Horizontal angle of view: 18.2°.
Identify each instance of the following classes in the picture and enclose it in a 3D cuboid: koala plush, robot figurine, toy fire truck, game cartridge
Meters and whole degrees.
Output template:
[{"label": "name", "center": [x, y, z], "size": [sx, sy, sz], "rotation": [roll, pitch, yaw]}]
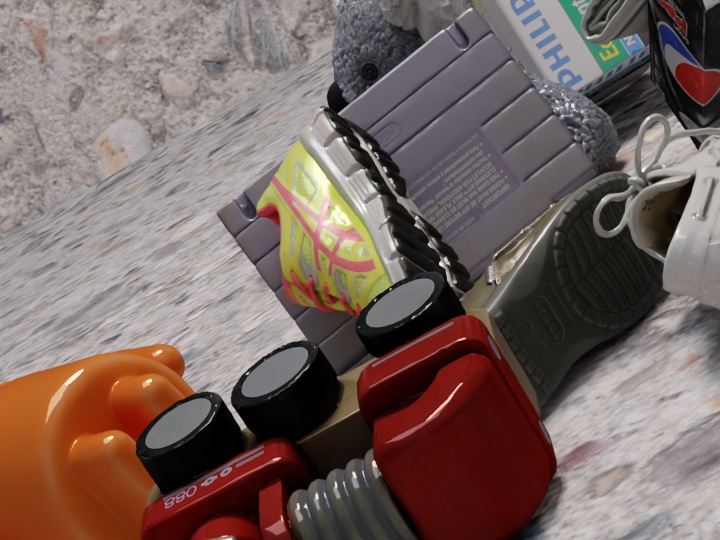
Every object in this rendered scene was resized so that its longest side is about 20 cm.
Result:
[{"label": "koala plush", "center": [0.051, -0.115, 1.453], "size": [0.183, 0.201, 0.177], "rotation": [-31, 10, -6]}, {"label": "robot figurine", "center": [-0.154, 0.109, 1.207], "size": [0.116, 0.145, 0.199], "rotation": [6, -13, -36]}, {"label": "toy fire truck", "center": [-0.014, 0.096, 0.918], "size": [0.175, 0.129, 0.200], "rotation": [-28, 22, 10]}, {"label": "game cartridge", "center": [0.028, -0.044, 1.340], "size": [0.199, 0.130, 0.038], "rotation": [-38, -6, 5]}]

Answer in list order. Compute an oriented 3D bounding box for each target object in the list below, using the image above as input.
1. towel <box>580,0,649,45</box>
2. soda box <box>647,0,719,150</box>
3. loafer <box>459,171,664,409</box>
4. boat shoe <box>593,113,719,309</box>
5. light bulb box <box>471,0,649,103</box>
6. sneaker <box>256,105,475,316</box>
[{"label": "towel", "center": [0.221, -0.207, 1.336], "size": [0.199, 0.031, 0.149], "rotation": [-25, -20, -49]}, {"label": "soda box", "center": [0.206, -0.142, 1.278], "size": [0.070, 0.064, 0.200], "rotation": [-30, -22, -3]}, {"label": "loafer", "center": [0.080, 0.017, 1.103], "size": [0.069, 0.076, 0.200], "rotation": [-12, 21, 47]}, {"label": "boat shoe", "center": [0.154, -0.029, 1.058], "size": [0.085, 0.075, 0.202], "rotation": [10, 22, 2]}, {"label": "light bulb box", "center": [0.126, -0.214, 1.613], "size": [0.124, 0.199, 0.200], "rotation": [-32, -3, -8]}, {"label": "sneaker", "center": [0.000, 0.000, 1.269], "size": [0.090, 0.078, 0.201], "rotation": [-43, 44, 14]}]
